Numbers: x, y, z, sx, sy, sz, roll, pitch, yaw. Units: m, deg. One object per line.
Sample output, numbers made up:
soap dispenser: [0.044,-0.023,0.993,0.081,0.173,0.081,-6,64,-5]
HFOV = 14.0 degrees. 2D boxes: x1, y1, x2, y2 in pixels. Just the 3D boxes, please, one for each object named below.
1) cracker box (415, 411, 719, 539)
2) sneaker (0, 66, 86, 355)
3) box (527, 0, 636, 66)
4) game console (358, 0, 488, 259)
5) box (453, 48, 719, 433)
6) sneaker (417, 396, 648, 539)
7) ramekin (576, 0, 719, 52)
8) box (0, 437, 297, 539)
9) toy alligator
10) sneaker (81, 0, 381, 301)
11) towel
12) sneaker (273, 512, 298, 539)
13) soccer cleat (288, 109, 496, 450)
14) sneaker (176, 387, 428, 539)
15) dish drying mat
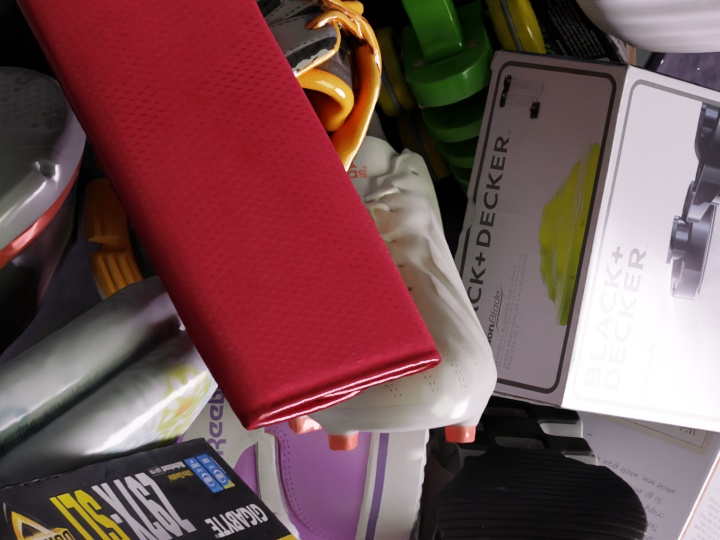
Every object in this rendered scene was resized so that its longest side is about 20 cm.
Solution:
cracker box: [0.070,0.102,1.152,0.200,0.134,0.058,-63,149,-7]
sneaker: [-0.141,0.031,0.857,0.200,0.077,0.082,-48,149,-27]
box: [0.051,-0.157,1.015,0.200,0.035,0.110,52,35,-54]
game console: [-0.003,-0.035,1.066,0.177,0.031,0.200,-43,140,-25]
box: [0.121,-0.001,1.024,0.200,0.060,0.117,13,89,-45]
sneaker: [0.055,0.107,1.033,0.200,0.074,0.089,-90,-173,-76]
ramekin: [0.122,-0.168,1.009,0.200,0.105,0.201,-9,90,-70]
box: [-0.111,0.121,0.791,0.160,0.049,0.200,-46,170,11]
toy alligator: [0.049,-0.040,1.035,0.200,0.059,0.054,60,15,-49]
sneaker: [-0.028,-0.074,0.923,0.078,0.077,0.201,32,59,-52]
towel: [-0.136,0.092,0.846,0.200,0.048,0.171,-36,168,-39]
sneaker: [-0.047,0.180,0.923,0.200,0.099,0.071,-60,170,-4]
soccer cleat: [0.000,0.000,0.937,0.200,0.069,0.078,-113,-158,-73]
sneaker: [-0.036,0.084,1.043,0.201,0.114,0.073,93,1,-60]
dish drying mat: [-0.051,-0.049,0.848,0.077,0.200,0.018,-16,162,-41]
